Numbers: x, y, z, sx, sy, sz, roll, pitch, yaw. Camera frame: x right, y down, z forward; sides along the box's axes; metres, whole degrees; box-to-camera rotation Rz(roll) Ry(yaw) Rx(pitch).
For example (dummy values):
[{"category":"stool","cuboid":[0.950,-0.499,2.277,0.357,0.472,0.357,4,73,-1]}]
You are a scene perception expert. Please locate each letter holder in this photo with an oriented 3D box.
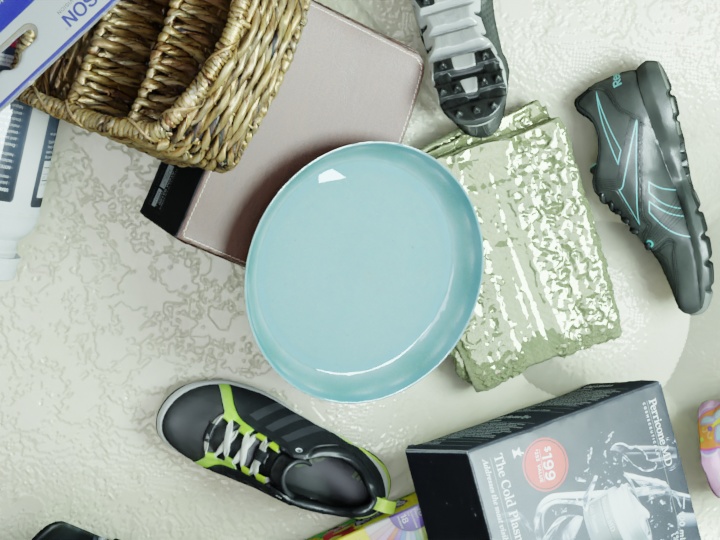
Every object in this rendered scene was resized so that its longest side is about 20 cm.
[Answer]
[{"category":"letter holder","cuboid":[-0.055,-0.101,1.556,0.141,0.100,0.201,22,93,-26]}]

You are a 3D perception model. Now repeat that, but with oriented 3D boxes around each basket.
[{"category":"basket","cuboid":[-0.134,-0.184,1.441,0.148,0.142,0.202,23,86,-37]}]

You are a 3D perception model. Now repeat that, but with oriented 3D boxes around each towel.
[{"category":"towel","cuboid":[0.116,-0.019,1.608,0.147,0.036,0.202,-20,95,-3]}]

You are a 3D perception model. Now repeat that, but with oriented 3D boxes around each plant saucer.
[{"category":"plant saucer","cuboid":[0.000,0.000,1.538,0.199,0.027,0.202,-7,107,-25]}]

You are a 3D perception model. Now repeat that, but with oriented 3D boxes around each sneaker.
[{"category":"sneaker","cuboid":[-0.063,0.139,1.580,0.198,0.083,0.072,19,93,1]},{"category":"sneaker","cuboid":[0.226,-0.060,1.603,0.079,0.075,0.202,-15,90,11]},{"category":"sneaker","cuboid":[0.075,-0.189,1.575,0.066,0.091,0.202,-12,70,6]}]

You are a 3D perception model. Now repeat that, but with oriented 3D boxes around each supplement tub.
[{"category":"supplement tub","cuboid":[-0.295,-0.104,1.518,0.139,0.140,0.202,13,93,-5]}]

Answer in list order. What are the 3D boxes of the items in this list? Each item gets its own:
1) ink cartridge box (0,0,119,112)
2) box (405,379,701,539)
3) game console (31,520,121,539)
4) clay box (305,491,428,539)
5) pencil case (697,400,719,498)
[{"category":"ink cartridge box","cuboid":[-0.288,-0.198,1.425,0.197,0.047,0.200,-42,83,-1]},{"category":"box","cuboid":[0.156,0.204,1.560,0.181,0.104,0.202,-17,94,-27]},{"category":"game console","cuboid":[-0.233,0.310,1.571,0.176,0.116,0.200,42,91,-6]},{"category":"clay box","cuboid":[0.035,0.244,1.618,0.199,0.048,0.116,-23,97,-3]},{"category":"pencil case","cuboid":[0.360,0.121,1.578,0.199,0.087,0.088,-16,97,25]}]
